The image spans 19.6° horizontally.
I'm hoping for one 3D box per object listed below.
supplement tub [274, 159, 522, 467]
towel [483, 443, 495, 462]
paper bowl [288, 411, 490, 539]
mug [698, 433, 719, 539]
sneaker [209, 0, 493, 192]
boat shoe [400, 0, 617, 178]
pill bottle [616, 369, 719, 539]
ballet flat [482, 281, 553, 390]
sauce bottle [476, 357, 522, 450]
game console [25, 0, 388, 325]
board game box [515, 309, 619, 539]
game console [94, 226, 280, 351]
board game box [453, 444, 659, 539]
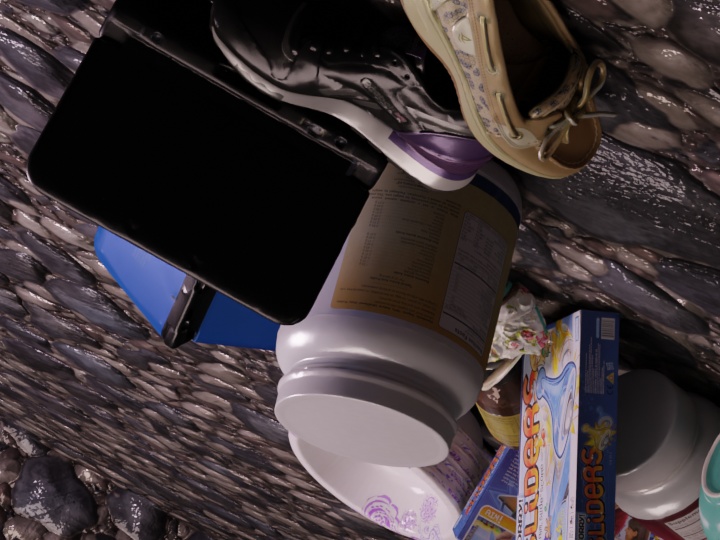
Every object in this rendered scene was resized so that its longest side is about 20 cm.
[{"bbox_3d":[0.024,0.021,1.432,0.144,0.200,0.144,13,157,6],"label":"supplement tub"},{"bbox_3d":[0.079,0.182,2.192,0.143,0.023,0.200,17,161,32],"label":"towel"},{"bbox_3d":[0.039,0.169,2.032,0.200,0.104,0.201,27,153,15],"label":"paper bowl"},{"bbox_3d":[0.314,0.159,1.536,0.114,0.152,0.185,34,163,-15],"label":"mug"},{"bbox_3d":[0.006,-0.135,1.293,0.200,0.076,0.088,29,144,-10],"label":"sneaker"},{"bbox_3d":[0.092,-0.115,1.180,0.063,0.073,0.200,15,160,41],"label":"boat shoe"},{"bbox_3d":[0.271,0.169,1.698,0.114,0.114,0.200,6,154,50],"label":"pill bottle"},{"bbox_3d":[0.072,0.077,1.668,0.200,0.076,0.064,-32,104,40],"label":"ballet flat"},{"bbox_3d":[0.126,0.097,1.786,0.065,0.065,0.200,21,163,19],"label":"sauce bottle"},{"bbox_3d":[-0.093,-0.084,1.349,0.200,0.117,0.176,30,-160,-9],"label":"game console"},{"bbox_3d":[0.161,0.140,1.633,0.034,0.200,0.135,6,167,-14],"label":"board game box"},{"bbox_3d":[-0.099,-0.037,1.649,0.171,0.118,0.200,49,136,21],"label":"game console"},{"bbox_3d":[0.205,0.234,1.936,0.200,0.136,0.034,30,-175,-8],"label":"board game box"}]
